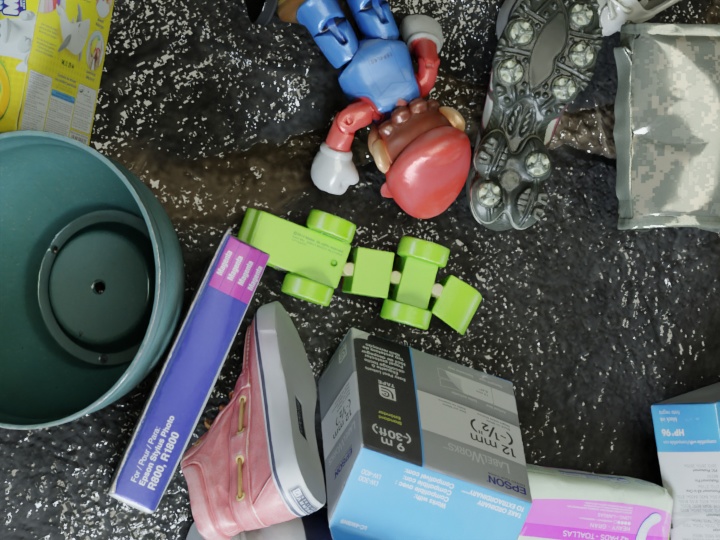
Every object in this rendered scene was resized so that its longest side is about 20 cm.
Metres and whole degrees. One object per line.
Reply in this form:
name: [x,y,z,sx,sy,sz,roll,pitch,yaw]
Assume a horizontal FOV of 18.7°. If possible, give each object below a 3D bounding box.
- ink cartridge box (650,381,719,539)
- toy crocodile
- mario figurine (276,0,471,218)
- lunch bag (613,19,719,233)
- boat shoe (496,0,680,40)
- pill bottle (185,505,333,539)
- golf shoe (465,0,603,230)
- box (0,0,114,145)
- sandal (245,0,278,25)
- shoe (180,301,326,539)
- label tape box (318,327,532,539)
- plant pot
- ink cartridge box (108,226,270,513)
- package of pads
ink cartridge box: [0.302,0.193,1.734,0.116,0.068,0.200,-12,94,-44]
toy crocodile: [0.000,0.000,1.654,0.200,0.062,0.068,16,86,-14]
mario figurine: [0.011,-0.130,1.657,0.123,0.106,0.200,-26,89,19]
lunch bag: [0.282,-0.111,1.718,0.200,0.118,0.164,1,91,-24]
boat shoe: [0.202,-0.220,1.714,0.200,0.066,0.072,-21,98,-18]
pill bottle: [-0.027,0.229,1.614,0.200,0.111,0.111,6,89,-20]
golf shoe: [0.122,-0.129,1.673,0.077,0.088,0.200,20,87,-9]
box: [-0.218,-0.187,1.538,0.048,0.117,0.200,11,87,18]
sandal: [-0.085,-0.277,1.610,0.045,0.075,0.200,1,83,-22]
shoe: [-0.083,0.108,1.582,0.091,0.200,0.071,-23,131,12]
label tape box: [0.049,0.145,1.600,0.143,0.200,0.066,20,122,-19]
plant pot: [-0.204,0.009,1.516,0.200,0.134,0.200,-1,87,19]
ink cartridge box: [-0.121,0.074,1.532,0.043,0.200,0.196,24,83,-5]
package of pads: [0.158,0.255,1.704,0.154,0.068,0.200,9,90,-19]
